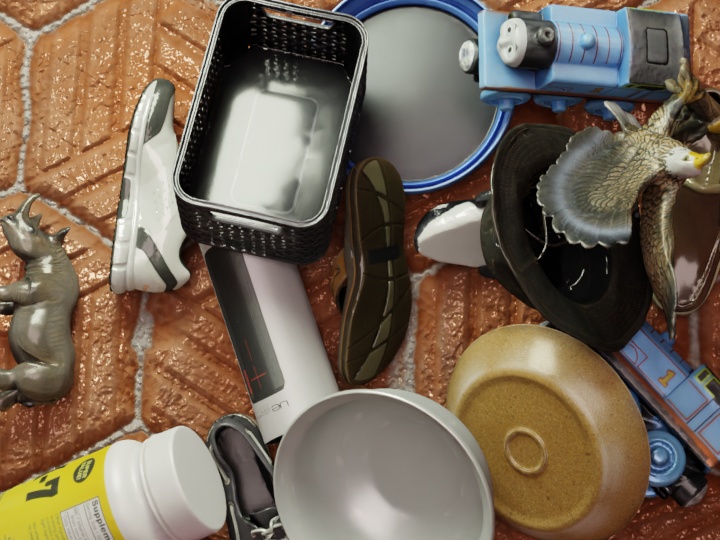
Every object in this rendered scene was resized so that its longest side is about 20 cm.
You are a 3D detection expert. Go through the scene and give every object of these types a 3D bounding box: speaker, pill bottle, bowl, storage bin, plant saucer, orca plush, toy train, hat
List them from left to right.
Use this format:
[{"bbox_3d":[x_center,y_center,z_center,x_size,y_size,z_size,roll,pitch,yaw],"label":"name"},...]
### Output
[{"bbox_3d":[-0.223,0.215,1.312,0.199,0.114,0.115,-24,79,13],"label":"pill bottle"},{"bbox_3d":[-0.078,0.051,1.358,0.080,0.081,0.202,-19,80,2],"label":"speaker"},{"bbox_3d":[-0.075,-0.121,1.314,0.134,0.094,0.202,12,71,3],"label":"storage bin"},{"bbox_3d":[0.033,0.181,1.290,0.199,0.090,0.203,8,108,24],"label":"bowl"},{"bbox_3d":[0.045,-0.167,1.399,0.198,0.039,0.203,-1,81,5],"label":"bowl"},{"bbox_3d":[0.145,-0.059,1.356,0.198,0.105,0.072,-19,43,16],"label":"orca plush"},{"bbox_3d":[0.146,0.146,1.281,0.199,0.035,0.202,16,117,33],"label":"plant saucer"},{"bbox_3d":[0.151,-0.018,1.260,0.081,0.200,0.202,-26,77,41],"label":"hat"},{"bbox_3d":[0.188,-0.186,1.329,0.198,0.114,0.088,3,80,-21],"label":"toy train"},{"bbox_3d":[0.239,0.105,1.310,0.114,0.087,0.200,-40,76,-10],"label":"toy train"}]

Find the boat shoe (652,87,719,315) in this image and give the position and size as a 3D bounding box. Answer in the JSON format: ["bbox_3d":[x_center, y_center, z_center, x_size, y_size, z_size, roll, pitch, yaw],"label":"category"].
[{"bbox_3d":[0.289,-0.064,1.340,0.074,0.075,0.205,6,82,7],"label":"boat shoe"}]

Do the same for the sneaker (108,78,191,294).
[{"bbox_3d":[-0.183,-0.075,1.400,0.079,0.074,0.202,6,86,-8],"label":"sneaker"}]

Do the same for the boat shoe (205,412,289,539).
[{"bbox_3d":[-0.090,0.222,1.340,0.072,0.063,0.202,-21,80,2],"label":"boat shoe"}]

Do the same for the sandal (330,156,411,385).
[{"bbox_3d":[0.000,0.000,1.359,0.054,0.081,0.202,6,101,45],"label":"sandal"}]

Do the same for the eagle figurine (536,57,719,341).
[{"bbox_3d":[0.235,-0.067,1.238,0.151,0.151,0.201,28,78,17],"label":"eagle figurine"}]

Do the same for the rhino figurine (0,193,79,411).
[{"bbox_3d":[-0.301,0.029,1.391,0.087,0.060,0.202,3,80,-13],"label":"rhino figurine"}]
